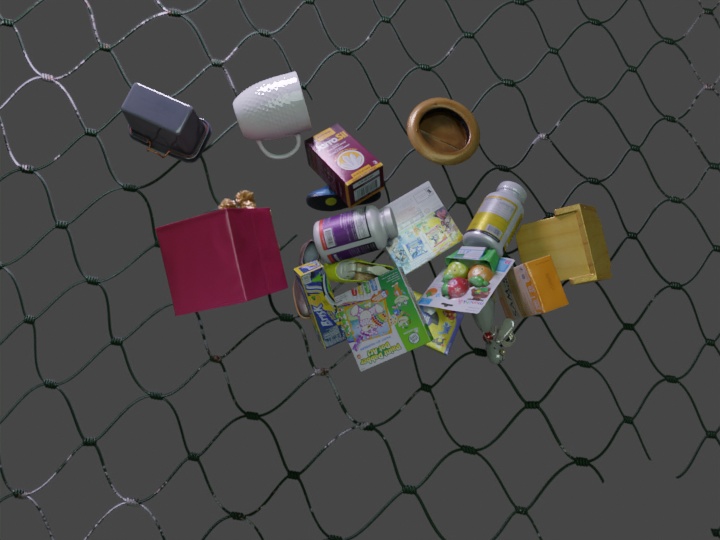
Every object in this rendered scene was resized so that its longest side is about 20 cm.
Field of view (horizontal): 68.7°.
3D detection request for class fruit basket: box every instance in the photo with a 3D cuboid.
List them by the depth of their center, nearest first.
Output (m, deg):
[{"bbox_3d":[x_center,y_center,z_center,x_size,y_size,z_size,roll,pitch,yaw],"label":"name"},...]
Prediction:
[{"bbox_3d":[0.254,0.023,1.296,0.200,0.184,0.094,-42,122,-33],"label":"fruit basket"}]

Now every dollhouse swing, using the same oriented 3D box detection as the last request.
[{"bbox_3d":[0.548,-0.055,1.427,0.181,0.175,0.202,-2,78,-48],"label":"dollhouse swing"}]

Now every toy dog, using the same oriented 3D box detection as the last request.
[{"bbox_3d":[0.331,0.123,1.326,0.132,0.096,0.201,-33,85,-33],"label":"toy dog"}]

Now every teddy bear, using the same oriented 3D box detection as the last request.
[{"bbox_3d":[-0.285,-0.107,1.333,0.144,0.067,0.202,-10,82,-5],"label":"teddy bear"}]

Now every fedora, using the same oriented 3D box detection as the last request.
[{"bbox_3d":[0.218,-0.362,1.417,0.199,0.082,0.202,0,78,-1],"label":"fedora"}]

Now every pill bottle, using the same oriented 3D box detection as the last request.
[{"bbox_3d":[-0.010,-0.093,1.310,0.198,0.112,0.113,-15,82,11],"label":"pill bottle"},{"bbox_3d":[0.356,-0.132,1.374,0.112,0.112,0.201,33,69,0],"label":"pill bottle"}]

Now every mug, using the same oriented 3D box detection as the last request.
[{"bbox_3d":[-0.222,-0.386,1.357,0.174,0.148,0.201,-16,113,-3],"label":"mug"}]

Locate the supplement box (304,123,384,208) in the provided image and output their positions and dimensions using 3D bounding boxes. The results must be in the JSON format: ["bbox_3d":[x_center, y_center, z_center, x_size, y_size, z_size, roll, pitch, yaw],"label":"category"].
[{"bbox_3d":[-0.041,-0.267,1.330,0.110,0.086,0.200,-32,59,-16],"label":"supplement box"}]

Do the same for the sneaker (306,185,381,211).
[{"bbox_3d":[-0.046,-0.210,1.383,0.198,0.066,0.079,-10,58,-3],"label":"sneaker"}]

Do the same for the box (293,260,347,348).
[{"bbox_3d":[-0.097,0.082,1.279,0.064,0.070,0.201,-22,110,-15],"label":"box"}]

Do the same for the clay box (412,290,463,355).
[{"bbox_3d":[0.151,0.125,1.351,0.199,0.048,0.116,25,80,-2],"label":"clay box"}]

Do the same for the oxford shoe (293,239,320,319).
[{"bbox_3d":[-0.134,0.020,1.325,0.071,0.073,0.202,2,81,-6],"label":"oxford shoe"}]

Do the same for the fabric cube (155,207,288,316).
[{"bbox_3d":[-0.311,-0.025,1.209,0.195,0.200,0.201,-13,92,21],"label":"fabric cube"}]

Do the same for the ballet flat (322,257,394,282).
[{"bbox_3d":[0.000,0.000,1.345,0.198,0.067,0.067,6,81,-5],"label":"ballet flat"}]

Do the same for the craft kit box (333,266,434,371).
[{"bbox_3d":[0.051,0.120,1.303,0.199,0.048,0.199,-26,85,17],"label":"craft kit box"}]

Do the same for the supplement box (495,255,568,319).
[{"bbox_3d":[0.415,0.049,1.313,0.073,0.200,0.127,-17,82,-12],"label":"supplement box"}]

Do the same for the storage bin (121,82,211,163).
[{"bbox_3d":[-0.497,-0.369,1.319,0.199,0.134,0.146,23,79,-1],"label":"storage bin"}]

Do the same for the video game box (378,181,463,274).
[{"bbox_3d":[0.143,-0.107,1.388,0.199,0.047,0.183,-30,83,-9],"label":"video game box"}]
